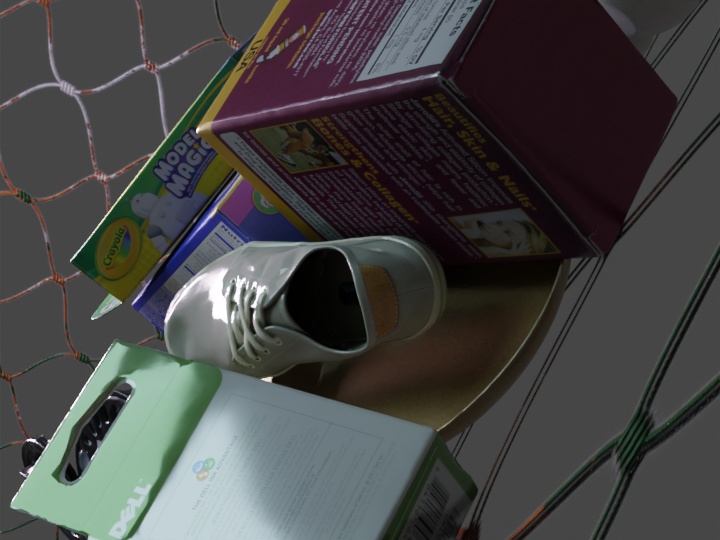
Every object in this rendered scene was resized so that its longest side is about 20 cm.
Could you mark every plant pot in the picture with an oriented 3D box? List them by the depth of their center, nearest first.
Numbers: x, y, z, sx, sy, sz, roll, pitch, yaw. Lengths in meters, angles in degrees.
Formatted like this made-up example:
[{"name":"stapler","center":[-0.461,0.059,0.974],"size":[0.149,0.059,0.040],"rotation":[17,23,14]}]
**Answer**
[{"name":"plant pot","center":[0.034,0.026,0.811],"size":[0.200,0.027,0.201],"rotation":[-32,34,24]}]

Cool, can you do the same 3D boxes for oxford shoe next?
[{"name":"oxford shoe","center":[-0.044,0.021,0.811],"size":[0.199,0.076,0.058],"rotation":[-11,5,43]}]

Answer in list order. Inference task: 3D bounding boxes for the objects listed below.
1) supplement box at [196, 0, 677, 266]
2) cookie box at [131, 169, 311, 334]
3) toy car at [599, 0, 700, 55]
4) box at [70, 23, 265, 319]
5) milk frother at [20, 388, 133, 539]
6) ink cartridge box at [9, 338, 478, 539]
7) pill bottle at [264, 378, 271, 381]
[{"name":"supplement box","center":[0.034,-0.079,0.778],"size":[0.200,0.131,0.103],"rotation":[-3,50,50]},{"name":"cookie box","center":[-0.048,-0.043,0.973],"size":[0.171,0.075,0.200],"rotation":[-54,8,-28]},{"name":"toy car","center":[0.145,-0.227,0.909],"size":[0.176,0.150,0.200],"rotation":[-60,3,-9]},{"name":"box","center":[-0.110,-0.062,0.976],"size":[0.200,0.048,0.117],"rotation":[-51,6,22]},{"name":"milk frother","center":[-0.131,0.140,1.153],"size":[0.188,0.200,0.181],"rotation":[-9,-61,-42]},{"name":"ink cartridge box","center":[-0.057,0.108,0.720],"size":[0.104,0.199,0.059],"rotation":[-61,-38,-22]},{"name":"pill bottle","center":[-0.015,0.086,0.971],"size":[0.200,0.112,0.112],"rotation":[-58,3,37]}]
